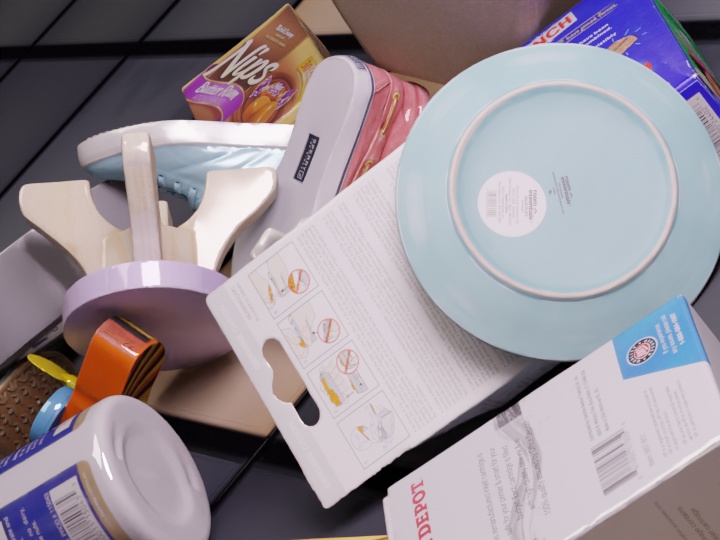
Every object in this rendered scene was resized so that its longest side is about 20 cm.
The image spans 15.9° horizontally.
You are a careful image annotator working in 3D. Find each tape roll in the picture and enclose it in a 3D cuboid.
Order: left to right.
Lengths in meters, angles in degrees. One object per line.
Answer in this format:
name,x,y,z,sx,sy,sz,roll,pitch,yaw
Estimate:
tape roll,-0.242,0.014,1.975,0.200,0.066,0.200,-38,-1,-1

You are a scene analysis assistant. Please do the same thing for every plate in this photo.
plate,0.119,-0.045,1.525,0.200,0.200,0.026,-47,-11,-13

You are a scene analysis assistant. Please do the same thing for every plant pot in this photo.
plant pot,0.084,-0.237,1.824,0.199,0.178,0.200,15,46,28

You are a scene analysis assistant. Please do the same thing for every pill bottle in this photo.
pill bottle,-0.209,0.178,1.690,0.199,0.120,0.120,-30,27,21

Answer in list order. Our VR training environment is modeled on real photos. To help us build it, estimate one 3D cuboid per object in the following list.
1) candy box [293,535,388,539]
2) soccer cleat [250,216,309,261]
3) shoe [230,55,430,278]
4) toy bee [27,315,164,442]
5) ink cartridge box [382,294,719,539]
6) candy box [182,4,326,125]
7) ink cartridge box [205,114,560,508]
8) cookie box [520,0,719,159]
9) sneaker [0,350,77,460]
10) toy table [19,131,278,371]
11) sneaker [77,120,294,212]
candy box,-0.048,0.214,1.479,0.199,0.057,0.117,-9,39,47
soccer cleat,0.000,0.000,1.723,0.199,0.086,0.070,-7,40,50
shoe,-0.018,-0.054,1.865,0.071,0.091,0.201,33,104,45
toy bee,-0.186,0.107,1.793,0.200,0.131,0.109,-40,-2,28
ink cartridge box,0.119,0.126,1.348,0.200,0.084,0.145,-34,26,13
candy box,-0.069,-0.131,2.057,0.117,0.057,0.200,-38,26,6
ink cartridge box,0.025,0.027,1.582,0.200,0.163,0.050,-37,-17,20
cookie box,0.149,-0.092,1.672,0.171,0.075,0.200,-37,26,12
sneaker,-0.291,0.143,1.925,0.090,0.067,0.201,-13,38,41
toy table,-0.145,-0.011,1.810,0.200,0.183,0.118,119,148,-68
sneaker,-0.112,-0.066,1.914,0.199,0.082,0.074,0,-10,4
